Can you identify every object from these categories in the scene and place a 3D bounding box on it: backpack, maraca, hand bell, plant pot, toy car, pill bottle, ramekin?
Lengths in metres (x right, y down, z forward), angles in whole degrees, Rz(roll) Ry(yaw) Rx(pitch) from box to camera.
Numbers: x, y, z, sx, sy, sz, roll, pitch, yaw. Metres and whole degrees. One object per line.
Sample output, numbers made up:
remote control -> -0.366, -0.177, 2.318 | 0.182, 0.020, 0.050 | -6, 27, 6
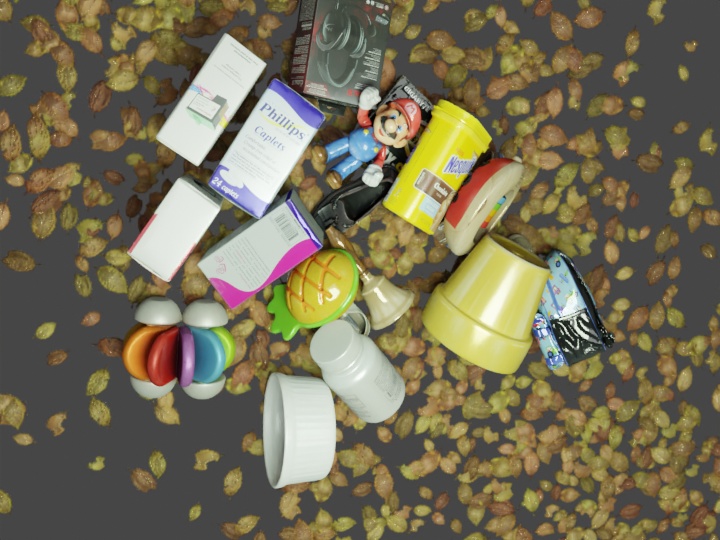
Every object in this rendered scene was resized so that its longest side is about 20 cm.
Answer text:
backpack -> 0.377, 0.067, 1.408 | 0.133, 0.182, 0.202 | -26, 90, 12
maraca -> -0.086, 0.041, 1.306 | 0.199, 0.139, 0.107 | -32, 140, 21
hand bell -> 0.000, 0.000, 1.352 | 0.104, 0.104, 0.201 | -40, 107, -2
plant pot -> 0.234, 0.047, 1.305 | 0.198, 0.201, 0.191 | 24, 107, -14
toy car -> -0.318, 0.145, 1.297 | 0.196, 0.150, 0.178 | 4, 99, -11
pill bottle -> -0.007, 0.181, 1.345 | 0.114, 0.114, 0.201 | -39, 132, -2
ramekin -> -0.112, 0.287, 1.342 | 0.096, 0.200, 0.204 | 3, 100, -18

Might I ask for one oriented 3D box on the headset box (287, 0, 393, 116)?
headset box -> -0.037, -0.372, 1.278 | 0.147, 0.077, 0.204 | 6, 98, -31

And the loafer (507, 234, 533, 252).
loafer -> 0.264, 0.019, 1.429 | 0.075, 0.068, 0.201 | 33, 93, -14

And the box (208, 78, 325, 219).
box -> -0.158, -0.203, 1.248 | 0.104, 0.184, 0.202 | 32, 93, -12

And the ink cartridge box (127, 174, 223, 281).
ink cartridge box -> -0.302, -0.077, 1.235 | 0.085, 0.200, 0.149 | 34, 92, -14

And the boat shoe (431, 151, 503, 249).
boat shoe -> 0.199, -0.139, 1.387 | 0.072, 0.072, 0.202 | 27, 94, -13

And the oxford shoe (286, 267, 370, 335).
oxford shoe -> -0.055, 0.061, 1.381 | 0.075, 0.058, 0.200 | -45, 102, 4

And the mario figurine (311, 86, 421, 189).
mario figurine -> 0.015, -0.226, 1.265 | 0.198, 0.107, 0.124 | -33, 135, 7

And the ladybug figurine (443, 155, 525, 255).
ladybug figurine -> 0.212, -0.121, 1.303 | 0.072, 0.135, 0.201 | 41, 105, 20

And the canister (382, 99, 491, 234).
canister -> 0.132, -0.174, 1.287 | 0.086, 0.148, 0.202 | 33, 96, 25

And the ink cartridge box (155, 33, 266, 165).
ink cartridge box -> -0.248, -0.280, 1.237 | 0.083, 0.145, 0.201 | 34, 92, -14

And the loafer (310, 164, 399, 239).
loafer -> -0.016, -0.119, 1.329 | 0.199, 0.063, 0.072 | -34, 109, 15

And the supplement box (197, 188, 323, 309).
supplement box -> -0.172, -0.039, 1.299 | 0.199, 0.104, 0.102 | -33, 105, 8

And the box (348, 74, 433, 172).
box -> 0.095, -0.229, 1.364 | 0.199, 0.049, 0.160 | 41, 92, -15
